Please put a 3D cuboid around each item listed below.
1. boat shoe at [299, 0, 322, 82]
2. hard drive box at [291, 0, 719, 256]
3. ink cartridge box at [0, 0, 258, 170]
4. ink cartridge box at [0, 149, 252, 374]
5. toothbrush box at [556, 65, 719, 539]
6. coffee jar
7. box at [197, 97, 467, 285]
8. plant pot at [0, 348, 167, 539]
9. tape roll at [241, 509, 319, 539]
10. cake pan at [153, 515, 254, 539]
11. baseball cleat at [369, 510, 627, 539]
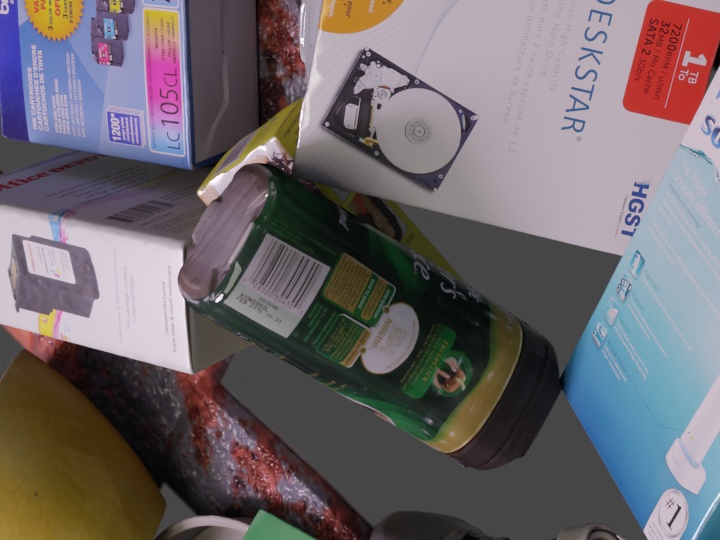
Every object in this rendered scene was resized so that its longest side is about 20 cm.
[{"bbox_3d":[-0.001,-0.139,0.955,0.072,0.069,0.202,-126,33,-48],"label":"boat shoe"},{"bbox_3d":[0.077,-0.109,0.851,0.198,0.077,0.157,12,114,4],"label":"hard drive box"},{"bbox_3d":[-0.165,-0.149,1.061,0.199,0.076,0.138,11,110,34],"label":"ink cartridge box"},{"bbox_3d":[-0.139,-0.013,1.038,0.198,0.145,0.084,11,113,33],"label":"ink cartridge box"},{"bbox_3d":[0.192,0.027,0.784,0.147,0.084,0.201,-117,41,-51],"label":"toothbrush box"},{"bbox_3d":[0.008,0.027,0.864,0.199,0.104,0.086,32,89,-20],"label":"coffee jar"},{"bbox_3d":[0.000,0.000,0.958,0.075,0.050,0.200,-32,108,38],"label":"box"},{"bbox_3d":[-0.220,0.177,1.145,0.141,0.201,0.201,27,122,-4],"label":"plant pot"},{"bbox_3d":[0.014,0.212,0.973,0.199,0.201,0.048,26,78,27],"label":"tape roll"},{"bbox_3d":[-0.074,0.261,1.143,0.199,0.037,0.202,11,110,33],"label":"cake pan"},{"bbox_3d":[0.100,0.174,0.970,0.198,0.070,0.107,23,131,17],"label":"baseball cleat"}]
